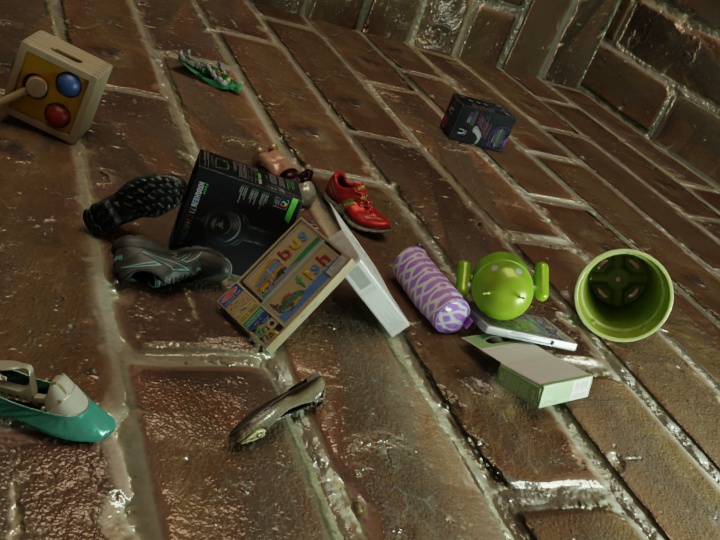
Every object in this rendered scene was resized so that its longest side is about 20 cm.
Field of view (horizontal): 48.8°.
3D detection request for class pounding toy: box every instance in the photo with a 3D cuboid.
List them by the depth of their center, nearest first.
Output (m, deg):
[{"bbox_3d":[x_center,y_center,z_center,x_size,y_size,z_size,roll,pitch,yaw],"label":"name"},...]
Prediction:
[{"bbox_3d":[-0.637,-0.358,1.585,0.200,0.184,0.142,25,26,-13],"label":"pounding toy"}]

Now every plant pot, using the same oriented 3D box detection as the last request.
[{"bbox_3d":[0.573,0.035,1.754,0.200,0.201,0.184,26,17,7],"label":"plant pot"}]

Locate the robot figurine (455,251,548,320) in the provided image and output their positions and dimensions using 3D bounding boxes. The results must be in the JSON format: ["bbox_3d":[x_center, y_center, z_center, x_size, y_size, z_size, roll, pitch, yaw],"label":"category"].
[{"bbox_3d":[0.273,0.029,1.534,0.175,0.116,0.200,4,11,7],"label":"robot figurine"}]

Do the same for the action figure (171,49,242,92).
[{"bbox_3d":[-0.411,-0.548,2.199,0.200,0.055,0.118,31,26,8],"label":"action figure"}]

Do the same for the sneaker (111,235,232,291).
[{"bbox_3d":[-0.308,0.002,1.302,0.199,0.075,0.079,8,53,-26],"label":"sneaker"}]

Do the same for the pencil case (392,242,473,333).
[{"bbox_3d":[0.134,0.036,1.534,0.085,0.084,0.200,30,19,-40],"label":"pencil case"}]

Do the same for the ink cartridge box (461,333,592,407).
[{"bbox_3d":[0.296,0.174,1.438,0.145,0.048,0.200,-3,21,-40],"label":"ink cartridge box"}]

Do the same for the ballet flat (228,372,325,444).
[{"bbox_3d":[-0.107,0.197,1.105,0.046,0.067,0.200,61,32,2],"label":"ballet flat"}]

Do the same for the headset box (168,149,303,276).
[{"bbox_3d":[-0.212,-0.089,1.382,0.200,0.174,0.093,18,23,-19],"label":"headset box"}]

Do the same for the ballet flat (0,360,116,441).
[{"bbox_3d":[-0.391,0.151,0.957,0.199,0.071,0.067,18,28,-9],"label":"ballet flat"}]

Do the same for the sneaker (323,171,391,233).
[{"bbox_3d":[-0.006,-0.152,1.751,0.200,0.085,0.077,39,33,29],"label":"sneaker"}]

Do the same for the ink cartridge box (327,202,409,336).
[{"bbox_3d":[0.000,0.000,1.409,0.200,0.045,0.176,53,4,-42],"label":"ink cartridge box"}]

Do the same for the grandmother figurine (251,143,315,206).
[{"bbox_3d":[-0.160,-0.212,1.783,0.121,0.061,0.200,-25,51,-19],"label":"grandmother figurine"}]

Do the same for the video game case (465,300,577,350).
[{"bbox_3d":[0.305,0.106,1.556,0.199,0.018,0.143,13,14,-18],"label":"video game case"}]

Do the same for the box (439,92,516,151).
[{"bbox_3d":[0.377,-0.477,2.559,0.199,0.122,0.106,10,30,-22],"label":"box"}]

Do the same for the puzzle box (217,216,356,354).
[{"bbox_3d":[-0.120,0.020,1.282,0.133,0.200,0.025,38,-10,30],"label":"puzzle box"}]

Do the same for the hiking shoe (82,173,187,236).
[{"bbox_3d":[-0.377,-0.125,1.353,0.199,0.075,0.087,-16,19,18],"label":"hiking shoe"}]
